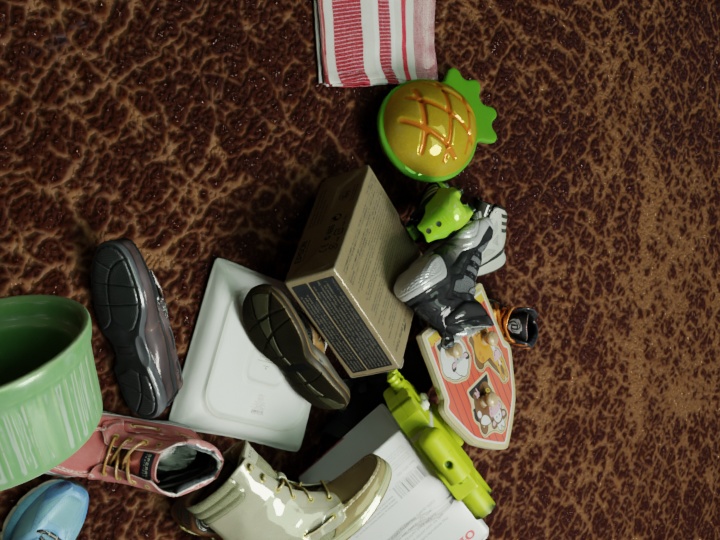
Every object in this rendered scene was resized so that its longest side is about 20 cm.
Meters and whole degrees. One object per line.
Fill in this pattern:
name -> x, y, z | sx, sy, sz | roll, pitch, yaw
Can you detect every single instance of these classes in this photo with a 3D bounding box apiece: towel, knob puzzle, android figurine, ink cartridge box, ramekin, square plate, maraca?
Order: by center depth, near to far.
ramekin -> -0.326, 0.109, 0.821 | 0.199, 0.199, 0.099 | -28, 120, -36
square plate -> -0.116, 0.107, 1.113 | 0.199, 0.028, 0.200 | 21, 81, -40
ink cartridge box -> 0.000, 0.000, 1.119 | 0.165, 0.075, 0.201 | 58, 30, -30
android figurine -> 0.093, 0.205, 1.134 | 0.041, 0.182, 0.201 | -36, 88, 4
ink cartridge box -> 0.043, 0.292, 1.155 | 0.145, 0.083, 0.200 | -40, 112, -3
towel -> 0.024, -0.310, 1.192 | 0.199, 0.023, 0.146 | -12, 102, -40
knob puzzle -> 0.158, 0.137, 1.198 | 0.219, 0.030, 0.222 | 23, 60, -47
maraca -> 0.102, -0.191, 1.214 | 0.199, 0.107, 0.138 | -32, 94, -34

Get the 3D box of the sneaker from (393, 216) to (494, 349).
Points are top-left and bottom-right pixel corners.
sneaker -> 0.125, 0.017, 1.146 | 0.200, 0.075, 0.114 | -39, 99, -45

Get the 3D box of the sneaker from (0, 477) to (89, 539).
sneaker -> -0.322, 0.303, 0.912 | 0.078, 0.090, 0.201 | 41, 68, -36

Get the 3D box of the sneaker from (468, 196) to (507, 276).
sneaker -> 0.136, -0.037, 1.269 | 0.200, 0.075, 0.116 | -32, 134, -44

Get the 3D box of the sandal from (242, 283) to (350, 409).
sandal -> -0.068, 0.084, 1.085 | 0.200, 0.081, 0.055 | 53, 46, -30

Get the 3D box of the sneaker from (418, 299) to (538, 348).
sneaker -> 0.179, 0.064, 1.310 | 0.199, 0.112, 0.078 | 7, 90, -41

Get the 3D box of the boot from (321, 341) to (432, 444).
boot -> 0.050, 0.195, 1.240 | 0.198, 0.073, 0.163 | 46, 67, -29

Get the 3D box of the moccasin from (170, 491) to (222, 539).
moccasin -> -0.128, 0.297, 1.100 | 0.200, 0.077, 0.074 | 12, 72, -38

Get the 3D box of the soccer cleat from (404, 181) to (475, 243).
soccer cleat -> 0.092, -0.072, 1.197 | 0.081, 0.200, 0.068 | -35, 95, 1

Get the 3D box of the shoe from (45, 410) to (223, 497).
shoe -> -0.243, 0.188, 0.962 | 0.199, 0.091, 0.072 | 11, 89, -36

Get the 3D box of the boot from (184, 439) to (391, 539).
boot -> -0.076, 0.240, 1.026 | 0.200, 0.072, 0.155 | -40, 108, -7

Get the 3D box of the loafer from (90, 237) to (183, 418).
loafer -> -0.233, 0.056, 0.988 | 0.063, 0.071, 0.202 | -37, 126, -54
